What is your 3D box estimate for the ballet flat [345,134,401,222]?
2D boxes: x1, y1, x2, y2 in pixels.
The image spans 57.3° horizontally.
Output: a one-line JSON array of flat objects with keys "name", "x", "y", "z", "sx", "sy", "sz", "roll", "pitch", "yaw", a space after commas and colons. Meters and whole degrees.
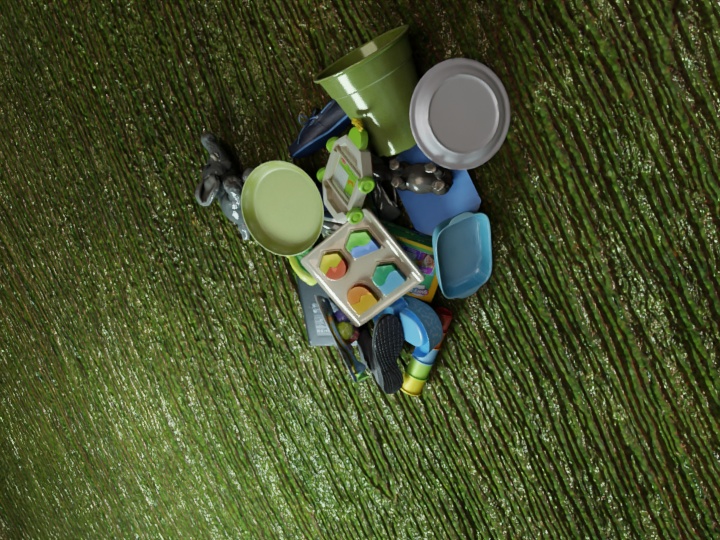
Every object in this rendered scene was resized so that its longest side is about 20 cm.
[{"name": "ballet flat", "x": 0.029, "y": -0.195, "z": 1.360, "sx": 0.064, "sy": 0.067, "sz": 0.200, "roll": -23, "pitch": 95, "yaw": 2}]

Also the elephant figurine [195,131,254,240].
[{"name": "elephant figurine", "x": -0.305, "y": -0.196, "z": 1.495, "sx": 0.200, "sy": 0.155, "sz": 0.142, "roll": 25, "pitch": 158, "yaw": 29}]

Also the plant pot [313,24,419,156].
[{"name": "plant pot", "x": 0.045, "y": -0.324, "z": 1.240, "sx": 0.200, "sy": 0.200, "sz": 0.190, "roll": -19, "pitch": 115, "yaw": 29}]

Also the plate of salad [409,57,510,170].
[{"name": "plate of salad", "x": 0.181, "y": -0.287, "z": 1.216, "sx": 0.200, "sy": 0.048, "sz": 0.200, "roll": -3, "pitch": 100, "yaw": -15}]

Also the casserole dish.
[{"name": "casserole dish", "x": 0.194, "y": -0.034, "z": 1.277, "sx": 0.039, "sy": 0.121, "sz": 0.200, "roll": 49, "pitch": 158, "yaw": 48}]

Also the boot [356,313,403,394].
[{"name": "boot", "x": 0.031, "y": 0.156, "z": 1.404, "sx": 0.132, "sy": 0.070, "sz": 0.200, "roll": 43, "pitch": 141, "yaw": 51}]

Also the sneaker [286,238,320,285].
[{"name": "sneaker", "x": -0.132, "y": -0.058, "z": 1.462, "sx": 0.084, "sy": 0.074, "sz": 0.200, "roll": -35, "pitch": 67, "yaw": 1}]

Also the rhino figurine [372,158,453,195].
[{"name": "rhino figurine", "x": 0.086, "y": -0.182, "z": 1.272, "sx": 0.200, "sy": 0.087, "sz": 0.060, "roll": 12, "pitch": 95, "yaw": 27}]

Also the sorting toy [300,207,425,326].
[{"name": "sorting toy", "x": 0.000, "y": 0.000, "z": 1.310, "sx": 0.200, "sy": 0.036, "sz": 0.185, "roll": -37, "pitch": 97, "yaw": 27}]

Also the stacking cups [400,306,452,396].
[{"name": "stacking cups", "x": 0.146, "y": 0.173, "z": 1.407, "sx": 0.060, "sy": 0.060, "sz": 0.200, "roll": 31, "pitch": 113, "yaw": 15}]

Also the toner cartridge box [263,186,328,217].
[{"name": "toner cartridge box", "x": -0.098, "y": -0.152, "z": 1.408, "sx": 0.200, "sy": 0.095, "sz": 0.043, "roll": -3, "pitch": 103, "yaw": 28}]

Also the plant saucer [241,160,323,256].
[{"name": "plant saucer", "x": -0.158, "y": -0.130, "z": 1.373, "sx": 0.200, "sy": 0.031, "sz": 0.200, "roll": 8, "pitch": 109, "yaw": 23}]

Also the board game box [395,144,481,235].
[{"name": "board game box", "x": 0.153, "y": -0.169, "z": 1.313, "sx": 0.158, "sy": 0.039, "sz": 0.200, "roll": -26, "pitch": 90, "yaw": 36}]

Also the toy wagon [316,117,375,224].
[{"name": "toy wagon", "x": -0.020, "y": -0.191, "z": 1.242, "sx": 0.155, "sy": 0.040, "sz": 0.200, "roll": 55, "pitch": 136, "yaw": 40}]

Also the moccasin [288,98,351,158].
[{"name": "moccasin", "x": -0.073, "y": -0.311, "z": 1.369, "sx": 0.200, "sy": 0.080, "sz": 0.068, "roll": -35, "pitch": 84, "yaw": 16}]

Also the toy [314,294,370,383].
[{"name": "toy", "x": -0.028, "y": 0.138, "z": 1.398, "sx": 0.047, "sy": 0.115, "sz": 0.200, "roll": -23, "pitch": 79, "yaw": 7}]

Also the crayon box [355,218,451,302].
[{"name": "crayon box", "x": 0.073, "y": -0.025, "z": 1.345, "sx": 0.200, "sy": 0.058, "sz": 0.119, "roll": 19, "pitch": 117, "yaw": 0}]

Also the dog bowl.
[{"name": "dog bowl", "x": 0.095, "y": 0.103, "z": 1.364, "sx": 0.200, "sy": 0.050, "sz": 0.112, "roll": 27, "pitch": 135, "yaw": 52}]

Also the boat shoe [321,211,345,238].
[{"name": "boat shoe", "x": -0.048, "y": -0.089, "z": 1.415, "sx": 0.201, "sy": 0.072, "sz": 0.060, "roll": 12, "pitch": 105, "yaw": 19}]

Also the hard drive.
[{"name": "hard drive", "x": -0.071, "y": 0.071, "z": 1.495, "sx": 0.139, "sy": 0.033, "sz": 0.200, "roll": -3, "pitch": 103, "yaw": 27}]
